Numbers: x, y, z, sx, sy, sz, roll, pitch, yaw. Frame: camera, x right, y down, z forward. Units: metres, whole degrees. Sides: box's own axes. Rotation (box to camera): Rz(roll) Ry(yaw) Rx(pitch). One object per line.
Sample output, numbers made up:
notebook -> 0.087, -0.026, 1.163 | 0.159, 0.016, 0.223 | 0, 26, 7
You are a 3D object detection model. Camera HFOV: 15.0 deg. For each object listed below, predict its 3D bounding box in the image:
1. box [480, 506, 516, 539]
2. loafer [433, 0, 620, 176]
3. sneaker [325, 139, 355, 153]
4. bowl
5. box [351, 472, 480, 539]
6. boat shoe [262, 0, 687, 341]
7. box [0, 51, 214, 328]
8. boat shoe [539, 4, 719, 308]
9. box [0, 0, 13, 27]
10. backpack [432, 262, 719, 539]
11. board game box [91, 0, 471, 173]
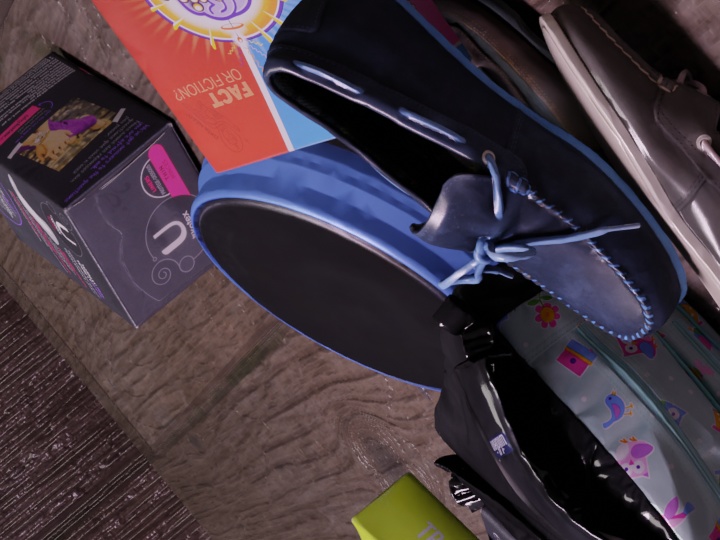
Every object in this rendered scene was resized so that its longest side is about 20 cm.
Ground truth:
box -> 0.182, 0.193, 1.446 | 0.196, 0.124, 0.200 | 40, 163, 31
loafer -> 0.059, -0.079, 1.236 | 0.200, 0.063, 0.072 | 36, 161, 46
sneaker -> -0.023, -0.093, 1.440 | 0.114, 0.075, 0.200 | 36, 163, 39
bowl -> 0.000, 0.000, 1.432 | 0.200, 0.040, 0.201 | 26, 161, 10
box -> 0.082, 0.206, 1.434 | 0.200, 0.048, 0.122 | 42, 165, 38
boat shoe -> 0.041, -0.032, 1.128 | 0.200, 0.069, 0.084 | 37, 146, 5
box -> -0.197, -0.063, 2.027 | 0.200, 0.106, 0.123 | 33, 157, 51
boat shoe -> 0.147, -0.033, 1.120 | 0.201, 0.057, 0.067 | 56, 179, -2
box -> -0.303, -0.237, 1.692 | 0.199, 0.128, 0.109 | 14, 153, 14
backpack -> 0.131, 0.090, 1.313 | 0.200, 0.126, 0.167 | 45, 163, 26
board game box -> -0.063, -0.145, 1.198 | 0.153, 0.040, 0.200 | -14, 118, 49
